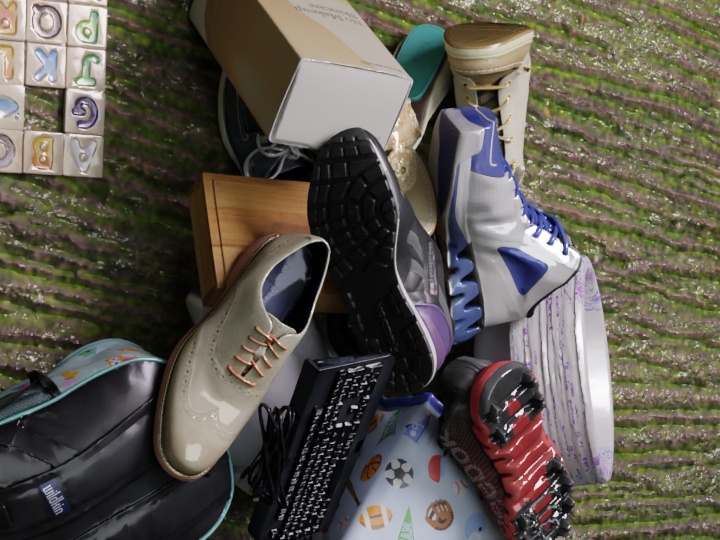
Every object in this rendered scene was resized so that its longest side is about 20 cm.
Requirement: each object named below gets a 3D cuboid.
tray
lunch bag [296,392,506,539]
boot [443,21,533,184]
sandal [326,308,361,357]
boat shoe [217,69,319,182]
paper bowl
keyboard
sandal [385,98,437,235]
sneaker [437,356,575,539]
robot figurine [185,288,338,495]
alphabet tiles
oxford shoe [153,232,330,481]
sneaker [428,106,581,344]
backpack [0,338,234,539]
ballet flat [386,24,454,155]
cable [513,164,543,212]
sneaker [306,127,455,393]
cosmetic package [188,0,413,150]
[{"bbox_3d":[-0.032,-0.019,1.202,0.198,0.037,0.100,4,62,-29],"label":"tray"},{"bbox_3d":[0.065,0.229,1.313,0.199,0.124,0.171,38,72,-19],"label":"lunch bag"},{"bbox_3d":[0.109,-0.132,1.303,0.071,0.200,0.157,5,101,10],"label":"boot"},{"bbox_3d":[0.000,0.000,1.274,0.075,0.045,0.201,36,46,-23],"label":"sandal"},{"bbox_3d":[-0.068,-0.082,1.258,0.074,0.062,0.202,-12,99,-31],"label":"boat shoe"},{"bbox_3d":[0.162,0.091,1.352,0.201,0.103,0.203,-8,90,-76],"label":"paper bowl"},{"bbox_3d":[-0.037,0.147,1.151,0.103,0.040,0.201,-6,133,-28],"label":"keyboard"},{"bbox_3d":[0.007,-0.125,1.217,0.077,0.070,0.213,-11,58,-15],"label":"sandal"},{"bbox_3d":[0.114,0.149,1.243,0.071,0.097,0.202,-37,125,-26],"label":"sneaker"},{"bbox_3d":[-0.074,0.101,1.232,0.168,0.113,0.202,-26,105,-12],"label":"robot figurine"},{"bbox_3d":[-0.285,-0.159,1.153,0.198,0.008,0.169,1,92,-32],"label":"alphabet tiles"},{"bbox_3d":[-0.084,0.055,1.087,0.070,0.074,0.202,32,70,-22],"label":"oxford shoe"},{"bbox_3d":[0.118,-0.040,1.229,0.114,0.081,0.201,-7,119,-9],"label":"sneaker"},{"bbox_3d":[-0.202,0.149,1.130,0.199,0.153,0.177,-28,106,-17],"label":"backpack"},{"bbox_3d":[0.030,-0.126,1.304,0.070,0.069,0.201,50,54,-23],"label":"ballet flat"},{"bbox_3d":[0.090,-0.011,1.325,0.096,0.051,0.201,-4,137,-35],"label":"cable"},{"bbox_3d":[0.020,-0.015,1.155,0.088,0.075,0.202,-41,120,-57],"label":"sneaker"},{"bbox_3d":[-0.050,-0.173,1.183,0.104,0.200,0.072,6,122,-33],"label":"cosmetic package"}]
